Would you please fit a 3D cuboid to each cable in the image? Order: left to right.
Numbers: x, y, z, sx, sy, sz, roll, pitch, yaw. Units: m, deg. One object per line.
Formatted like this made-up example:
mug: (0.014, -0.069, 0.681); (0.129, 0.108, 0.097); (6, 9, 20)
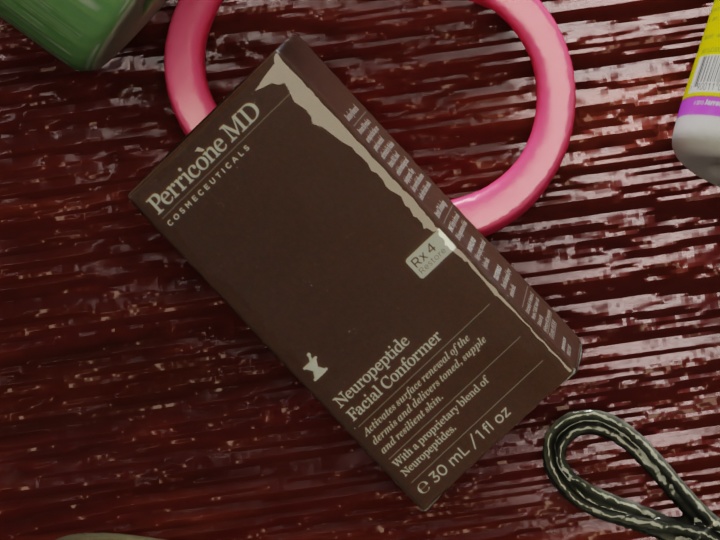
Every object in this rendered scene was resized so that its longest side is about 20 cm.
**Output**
cable: (0.170, 0.134, 1.304); (0.097, 0.050, 0.200); (-38, 86, 2)

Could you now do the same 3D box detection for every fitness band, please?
fitness band: (0.005, -0.092, 1.343); (0.199, 0.037, 0.145); (19, 84, 4)

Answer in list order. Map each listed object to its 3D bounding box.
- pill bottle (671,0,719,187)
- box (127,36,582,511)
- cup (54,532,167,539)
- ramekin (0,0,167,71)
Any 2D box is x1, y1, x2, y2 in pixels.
pill bottle: (0.221, -0.132, 1.311); (0.104, 0.104, 0.201); (19, 83, 3)
box: (0.000, 0.000, 1.290); (0.100, 0.075, 0.200); (-44, 91, 11)
cup: (-0.061, 0.214, 1.237); (0.199, 0.200, 0.144); (17, 95, 3)
ramekin: (-0.104, -0.186, 1.279); (0.098, 0.200, 0.200); (40, 85, -3)
